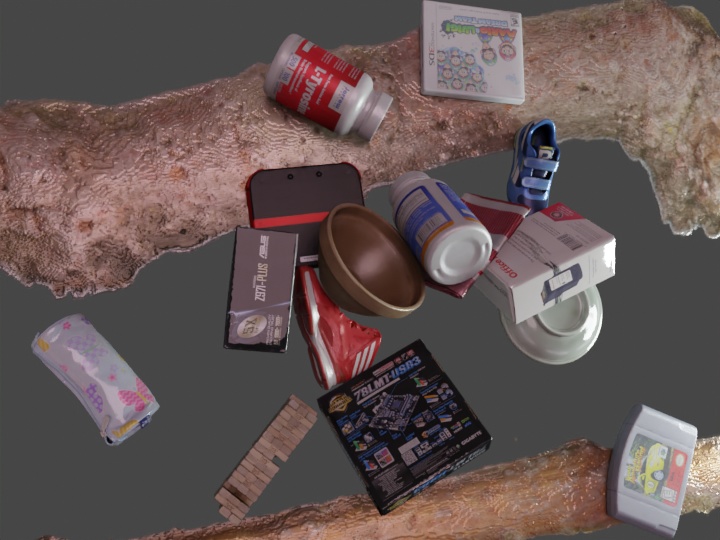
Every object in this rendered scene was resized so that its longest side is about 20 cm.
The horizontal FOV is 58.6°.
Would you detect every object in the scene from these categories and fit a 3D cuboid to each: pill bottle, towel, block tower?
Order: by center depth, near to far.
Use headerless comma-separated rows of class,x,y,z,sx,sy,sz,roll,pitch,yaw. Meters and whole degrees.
block tower,-0.144,0.283,0.978,0.054,0.058,0.200,39,73,-3
pill bottle,0.118,-0.078,1.032,0.112,0.112,0.200,-12,39,-14
towel,0.173,-0.049,1.073,0.200,0.144,0.023,-49,130,-16
pill bottle,-0.052,-0.301,1.081,0.199,0.112,0.113,28,75,-5

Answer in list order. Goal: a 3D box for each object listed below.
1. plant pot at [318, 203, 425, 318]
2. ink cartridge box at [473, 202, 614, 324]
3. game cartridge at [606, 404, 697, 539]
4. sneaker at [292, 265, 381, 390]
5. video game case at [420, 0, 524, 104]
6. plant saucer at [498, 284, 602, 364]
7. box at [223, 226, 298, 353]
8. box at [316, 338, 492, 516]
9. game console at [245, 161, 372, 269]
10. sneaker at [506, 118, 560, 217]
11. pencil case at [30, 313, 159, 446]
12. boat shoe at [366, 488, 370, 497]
plant pot,0.000,0.000,1.010,0.201,0.093,0.201,32,37,-28
ink cartridge box,0.295,-0.017,1.071,0.199,0.145,0.085,-24,126,-11
game cartridge,0.500,0.343,1.112,0.133,0.041,0.201,21,76,-3
sneaker,-0.037,0.081,1.040,0.115,0.078,0.201,-14,94,-23
video game case,0.210,-0.408,1.203,0.199,0.024,0.183,3,79,-12
plant saucer,0.343,0.064,1.126,0.199,0.050,0.201,2,79,-11
box,-0.149,0.029,0.940,0.086,0.200,0.165,6,88,-11
box,0.065,0.234,0.989,0.200,0.050,0.199,-29,58,-13
game console,-0.086,-0.091,1.080,0.199,0.031,0.178,-7,87,-12
sneaker,0.312,-0.180,1.150,0.074,0.082,0.201,6,80,-12
pencil case,-0.386,0.159,0.936,0.200,0.083,0.091,50,52,2
boat shoe,0.079,0.279,1.027,0.200,0.072,0.072,-39,60,-12
